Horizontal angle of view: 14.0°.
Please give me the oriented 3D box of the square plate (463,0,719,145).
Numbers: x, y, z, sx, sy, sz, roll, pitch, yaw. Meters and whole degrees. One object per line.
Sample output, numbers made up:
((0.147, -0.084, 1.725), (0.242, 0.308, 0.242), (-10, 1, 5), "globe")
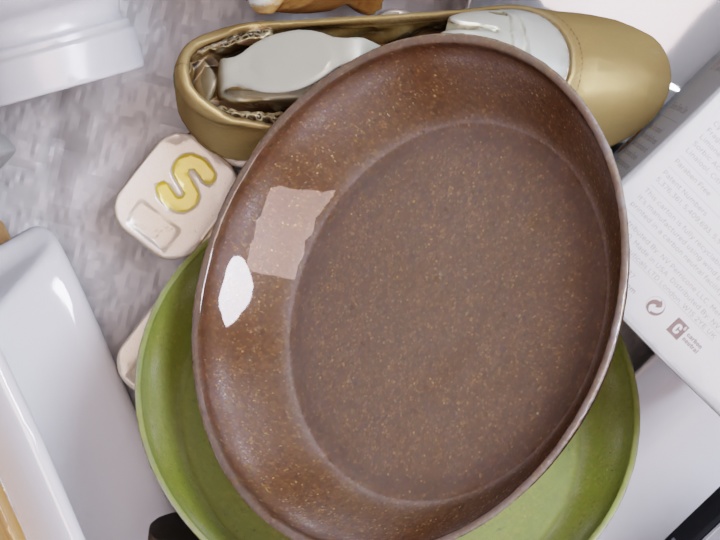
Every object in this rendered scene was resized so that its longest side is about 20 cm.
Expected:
((0.156, -0.139, 1.209), (0.200, 0.028, 0.198), (17, 96, -1), "square plate")

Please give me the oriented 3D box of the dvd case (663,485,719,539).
((0.139, 0.186, 1.185), (0.200, 0.025, 0.150), (-44, 116, 5), "dvd case")

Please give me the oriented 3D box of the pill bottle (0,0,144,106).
((-0.146, -0.168, 1.165), (0.111, 0.111, 0.200), (-16, 95, 2), "pill bottle")

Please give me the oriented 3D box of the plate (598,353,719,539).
((0.162, 0.129, 1.233), (0.200, 0.032, 0.200), (-42, 93, 4), "plate")

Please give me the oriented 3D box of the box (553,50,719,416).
((0.176, -0.049, 1.141), (0.200, 0.124, 0.097), (-44, 92, 5), "box")

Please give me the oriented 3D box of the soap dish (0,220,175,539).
((-0.139, 0.086, 1.171), (0.081, 0.157, 0.200), (-23, 95, 11), "soap dish")

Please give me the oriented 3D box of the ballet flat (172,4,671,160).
((0.021, -0.073, 1.157), (0.200, 0.063, 0.069), (-5, 72, 11), "ballet flat")

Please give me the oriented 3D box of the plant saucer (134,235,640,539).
((0.010, 0.056, 1.159), (0.200, 0.031, 0.200), (3, 57, -5), "plant saucer")

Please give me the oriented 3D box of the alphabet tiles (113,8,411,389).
((0.000, 0.000, 1.220), (0.200, 0.015, 0.196), (39, 88, -3), "alphabet tiles")

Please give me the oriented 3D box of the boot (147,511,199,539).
((0.004, 0.150, 1.182), (0.200, 0.074, 0.075), (17, 107, -12), "boot")

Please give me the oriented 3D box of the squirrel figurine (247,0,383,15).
((0.020, -0.176, 1.139), (0.200, 0.142, 0.187), (28, 103, 20), "squirrel figurine")

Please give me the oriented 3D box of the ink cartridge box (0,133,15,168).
((-0.207, -0.023, 1.135), (0.067, 0.200, 0.116), (42, 95, -3), "ink cartridge box")

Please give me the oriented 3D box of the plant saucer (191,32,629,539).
((0.024, 0.012, 1.094), (0.200, 0.037, 0.200), (-13, 69, 36), "plant saucer")
